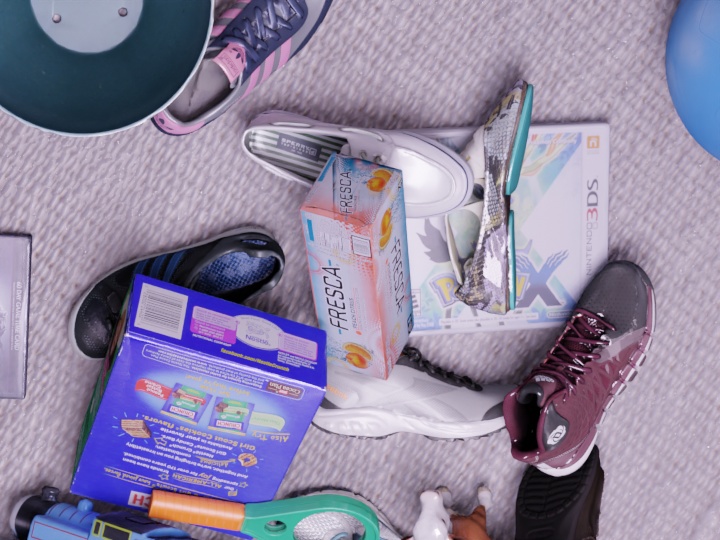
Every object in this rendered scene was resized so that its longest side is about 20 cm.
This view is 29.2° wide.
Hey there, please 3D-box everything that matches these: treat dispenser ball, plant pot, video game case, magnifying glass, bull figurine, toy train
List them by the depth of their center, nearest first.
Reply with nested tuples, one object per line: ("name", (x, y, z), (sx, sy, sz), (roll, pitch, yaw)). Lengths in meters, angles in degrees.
("plant pot", (-0.215, -0.212, 1.075), (0.197, 0.135, 0.203), (-2, 102, -8))
("treat dispenser ball", (0.353, -0.176, 1.139), (0.198, 0.201, 0.204), (-2, 102, -8))
("toy train", (-0.230, 0.252, 1.157), (0.198, 0.086, 0.116), (11, 84, 31))
("video game case", (-0.381, 0.035, 1.164), (0.197, 0.019, 0.145), (3, 102, -9))
("magnifying glass", (-0.080, 0.211, 1.166), (0.198, 0.023, 0.080), (10, 130, -13))
("video game case", (0.124, -0.037, 1.225), (0.197, 0.022, 0.185), (-3, 102, -8))
("bull figurine", (0.106, 0.258, 1.229), (0.065, 0.122, 0.201), (-28, 110, 27))

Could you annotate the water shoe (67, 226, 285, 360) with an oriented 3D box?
("water shoe", (-0.158, 0.019, 1.163), (0.198, 0.079, 0.072), (-27, 104, -2))

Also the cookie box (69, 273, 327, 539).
("cookie box", (-0.137, 0.119, 1.148), (0.169, 0.076, 0.201), (17, 128, -13))

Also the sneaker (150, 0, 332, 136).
("sneaker", (-0.092, -0.182, 1.129), (0.200, 0.082, 0.070), (-45, 104, 2))

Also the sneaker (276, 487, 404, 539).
("sneaker", (0.017, 0.265, 1.240), (0.199, 0.086, 0.078), (29, 97, -13))

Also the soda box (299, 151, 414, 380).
("soda box", (0.000, 0.000, 1.129), (0.063, 0.069, 0.201), (17, 143, 18))

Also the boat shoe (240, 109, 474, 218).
("boat shoe", (-0.006, -0.082, 1.141), (0.198, 0.067, 0.074), (11, 106, 10))

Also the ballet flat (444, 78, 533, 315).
("ballet flat", (0.106, -0.063, 1.175), (0.071, 0.072, 0.203), (2, 100, -9))

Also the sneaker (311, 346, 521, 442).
("sneaker", (0.056, 0.106, 1.221), (0.197, 0.074, 0.080), (2, 97, -9))

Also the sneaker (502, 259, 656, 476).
("sneaker", (0.183, 0.082, 1.182), (0.115, 0.075, 0.202), (14, 98, -56))

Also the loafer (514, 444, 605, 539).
("loafer", (0.176, 0.238, 1.225), (0.072, 0.201, 0.072), (-11, 126, 34))
